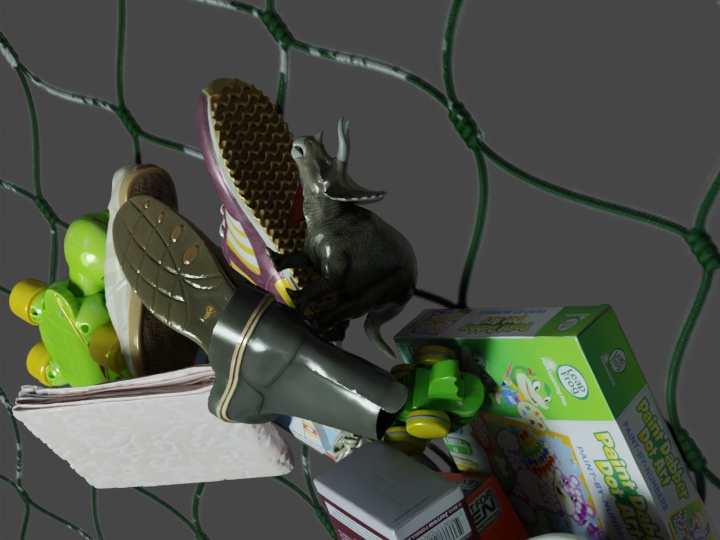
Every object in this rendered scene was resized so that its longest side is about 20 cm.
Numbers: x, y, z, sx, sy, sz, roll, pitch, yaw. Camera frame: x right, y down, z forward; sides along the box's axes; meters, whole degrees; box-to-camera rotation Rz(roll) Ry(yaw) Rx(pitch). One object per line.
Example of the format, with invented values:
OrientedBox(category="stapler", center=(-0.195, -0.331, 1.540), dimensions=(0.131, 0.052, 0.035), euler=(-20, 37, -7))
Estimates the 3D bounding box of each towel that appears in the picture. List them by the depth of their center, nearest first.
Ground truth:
OrientedBox(category="towel", center=(-0.169, 0.134, 1.569), dimensions=(0.190, 0.032, 0.200), euler=(-6, 154, 12))

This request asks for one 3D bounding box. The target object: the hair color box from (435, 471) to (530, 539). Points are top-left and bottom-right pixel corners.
OrientedBox(category="hair color box", center=(0.101, 0.247, 1.378), dimensions=(0.201, 0.061, 0.101), euler=(60, 154, -13))

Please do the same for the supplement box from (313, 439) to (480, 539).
OrientedBox(category="supplement box", center=(0.048, 0.224, 1.291), dimensions=(0.109, 0.061, 0.201), euler=(25, 141, 55))

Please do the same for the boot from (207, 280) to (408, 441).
OrientedBox(category="boot", center=(-0.034, 0.093, 1.325), dimensions=(0.138, 0.078, 0.200), euler=(28, 166, 10))

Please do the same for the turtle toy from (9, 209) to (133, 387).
OrientedBox(category="turtle toy", center=(-0.226, 0.040, 1.638), dimensions=(0.145, 0.101, 0.201), euler=(27, 140, 33))

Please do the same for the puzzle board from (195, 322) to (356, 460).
OrientedBox(category="puzzle board", center=(-0.085, 0.075, 1.571), dimensions=(0.200, 0.017, 0.151), euler=(28, 140, 35))

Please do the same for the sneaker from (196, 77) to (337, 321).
OrientedBox(category="sneaker", center=(-0.081, -0.047, 1.390), dimensions=(0.090, 0.075, 0.201), euler=(-6, 115, 49))

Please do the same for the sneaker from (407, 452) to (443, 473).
OrientedBox(category="sneaker", center=(0.036, 0.215, 1.518), dimensions=(0.079, 0.075, 0.200), euler=(58, 145, 18))

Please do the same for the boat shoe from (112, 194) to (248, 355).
OrientedBox(category="boat shoe", center=(-0.119, 0.022, 1.482), dimensions=(0.200, 0.072, 0.068), euler=(45, -171, 11))

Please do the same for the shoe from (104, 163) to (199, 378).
OrientedBox(category="shoe", center=(-0.177, 0.008, 1.552), dimensions=(0.053, 0.070, 0.201), euler=(11, 108, 49))

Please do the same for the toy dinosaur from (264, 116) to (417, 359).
OrientedBox(category="toy dinosaur", center=(0.000, 0.000, 1.321), dimensions=(0.200, 0.102, 0.077), euler=(56, -178, -32))

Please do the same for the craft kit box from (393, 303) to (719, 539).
OrientedBox(category="craft kit box", center=(0.135, 0.119, 1.304), dimensions=(0.197, 0.048, 0.201), euler=(-6, 117, 51))

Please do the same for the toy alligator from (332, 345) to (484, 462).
OrientedBox(category="toy alligator", center=(0.041, 0.104, 1.326), dimensions=(0.054, 0.060, 0.200), euler=(15, 153, -18))

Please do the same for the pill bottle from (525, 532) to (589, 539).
OrientedBox(category="pill bottle", center=(0.168, 0.259, 1.261), dimensions=(0.114, 0.115, 0.200), euler=(21, 169, 40))
